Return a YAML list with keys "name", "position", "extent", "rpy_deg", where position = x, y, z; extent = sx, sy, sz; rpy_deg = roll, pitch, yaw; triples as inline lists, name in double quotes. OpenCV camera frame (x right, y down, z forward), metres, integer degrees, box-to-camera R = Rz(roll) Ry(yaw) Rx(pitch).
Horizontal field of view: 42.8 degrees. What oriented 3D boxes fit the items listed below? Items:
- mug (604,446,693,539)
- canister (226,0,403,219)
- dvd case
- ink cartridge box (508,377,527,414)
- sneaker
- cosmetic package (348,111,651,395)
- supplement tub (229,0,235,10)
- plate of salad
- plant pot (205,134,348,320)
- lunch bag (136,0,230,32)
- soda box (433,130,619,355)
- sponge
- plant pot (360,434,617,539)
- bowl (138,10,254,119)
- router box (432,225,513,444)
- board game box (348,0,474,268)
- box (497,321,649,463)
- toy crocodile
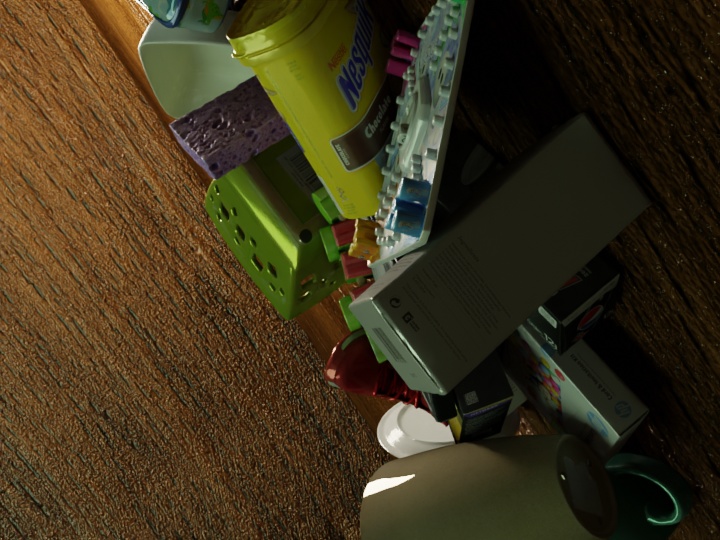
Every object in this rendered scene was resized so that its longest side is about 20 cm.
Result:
- name: "mug"
  position: [0.252, 0.243, 0.959]
  extent: [0.115, 0.185, 0.152]
  rpy_deg: [52, -164, 13]
- name: "canister"
  position: [-0.019, -0.167, 0.822]
  extent: [0.085, 0.150, 0.201]
  rpy_deg: [-9, 129, 32]
- name: "dvd case"
  position: [0.037, 0.023, 0.853]
  extent: [0.201, 0.024, 0.153]
  rpy_deg: [-115, 8, -60]
- name: "ink cartridge box"
  position: [0.114, 0.097, 1.200]
  extent: [0.202, 0.084, 0.144]
  rpy_deg: [59, 168, -26]
- name: "sneaker"
  position: [0.053, 0.124, 1.052]
  extent: [0.114, 0.080, 0.198]
  rpy_deg: [29, -166, 32]
- name: "cosmetic package"
  position: [0.094, -0.010, 0.655]
  extent: [0.085, 0.199, 0.108]
  rpy_deg: [51, 171, -2]
- name: "supplement tub"
  position: [-0.218, -0.353, 1.192]
  extent: [0.107, 0.106, 0.201]
  rpy_deg: [50, 168, 15]
- name: "plate of salad"
  position: [0.121, 0.217, 1.253]
  extent: [0.200, 0.196, 0.049]
  rpy_deg: [-148, 44, -62]
- name: "plant pot"
  position: [-0.068, -0.090, 1.139]
  extent: [0.201, 0.198, 0.182]
  rpy_deg: [52, 163, 11]
- name: "lunch bag"
  position: [-0.208, -0.370, 1.000]
  extent: [0.200, 0.081, 0.163]
  rpy_deg: [46, 124, 32]
- name: "soda box"
  position: [0.130, -0.027, 0.793]
  extent: [0.200, 0.070, 0.064]
  rpy_deg: [48, 169, 29]
- name: "sponge"
  position: [-0.097, -0.176, 0.973]
  extent: [0.111, 0.198, 0.030]
  rpy_deg: [42, 162, 50]
- name: "plant pot"
  position: [0.132, 0.235, 0.857]
  extent: [0.199, 0.187, 0.189]
  rpy_deg: [-33, 96, 35]
- name: "bowl"
  position: [-0.166, -0.260, 1.162]
  extent: [0.195, 0.076, 0.200]
  rpy_deg: [8, 161, 4]
- name: "router box"
  position: [0.086, 0.058, 0.902]
  extent: [0.158, 0.051, 0.203]
  rpy_deg: [80, 171, -68]
- name: "board game box"
  position: [0.035, -0.111, 0.689]
  extent: [0.025, 0.205, 0.200]
  rpy_deg: [12, 173, -8]
- name: "box"
  position: [0.176, 0.087, 0.869]
  extent: [0.201, 0.041, 0.156]
  rpy_deg: [49, 169, 21]
- name: "toy crocodile"
  position: [0.000, 0.000, 1.001]
  extent: [0.062, 0.066, 0.204]
  rpy_deg: [58, -166, -84]
